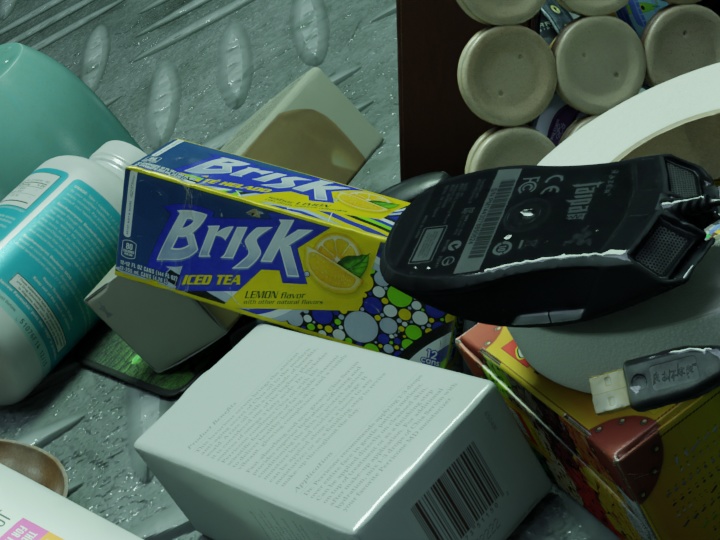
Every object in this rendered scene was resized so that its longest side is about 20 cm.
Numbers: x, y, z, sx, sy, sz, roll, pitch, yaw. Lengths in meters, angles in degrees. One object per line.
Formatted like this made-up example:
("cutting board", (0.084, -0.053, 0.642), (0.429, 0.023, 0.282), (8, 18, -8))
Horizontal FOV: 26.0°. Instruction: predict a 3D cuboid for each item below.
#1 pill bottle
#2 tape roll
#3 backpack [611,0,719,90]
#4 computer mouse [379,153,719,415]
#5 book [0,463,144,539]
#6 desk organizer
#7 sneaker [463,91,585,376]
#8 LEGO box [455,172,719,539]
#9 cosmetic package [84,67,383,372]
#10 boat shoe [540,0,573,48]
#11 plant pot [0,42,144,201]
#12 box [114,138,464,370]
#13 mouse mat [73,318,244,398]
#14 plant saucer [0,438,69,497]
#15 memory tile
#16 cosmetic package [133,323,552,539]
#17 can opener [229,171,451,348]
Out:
("pill bottle", (-0.222, -0.007, 1.120), (0.111, 0.111, 0.200), (0, 40, 46))
("tape roll", (0.149, -0.026, 0.679), (0.202, 0.037, 0.203), (-24, 29, 14))
("backpack", (0.195, -0.186, 0.923), (0.134, 0.183, 0.200), (-6, 40, 40))
("computer mouse", (0.094, 0.010, 0.596), (0.199, 0.046, 0.141), (-9, 39, 28))
("book", (-0.161, 0.173, 0.751), (0.200, 0.048, 0.134), (20, 47, 30))
("desk organizer", (0.063, -0.123, 0.895), (0.077, 0.200, 0.072), (4, 44, 7))
("sneaker", (0.117, -0.016, 0.839), (0.087, 0.075, 0.200), (13, 57, 16))
("LEGO box", (0.166, 0.025, 0.702), (0.200, 0.077, 0.149), (-35, 27, -8))
("cosmetic package", (-0.080, -0.034, 1.024), (0.105, 0.071, 0.200), (-28, 20, 53))
("boat shoe", (0.125, -0.121, 0.981), (0.071, 0.091, 0.200), (-32, 27, -2))
("plant pot", (-0.283, -0.083, 1.258), (0.200, 0.161, 0.201), (-24, 28, 14))
("box", (-0.032, -0.011, 0.863), (0.199, 0.070, 0.064), (16, 24, 14))
("mouse mat", (-0.096, 0.009, 1.080), (0.200, 0.008, 0.161), (-42, 29, -24))
("plant saucer", (-0.263, 0.155, 0.890), (0.199, 0.035, 0.200), (-8, 21, 3))
("memory tile", (0.144, -0.108, 0.802), (0.199, 0.154, 0.017), (-8, 7, -15))
("cosmetic package", (-0.014, 0.096, 0.773), (0.101, 0.071, 0.200), (-43, 29, -23))
("can opener", (0.000, 0.000, 0.941), (0.200, 0.079, 0.063), (-28, 16, 36))
